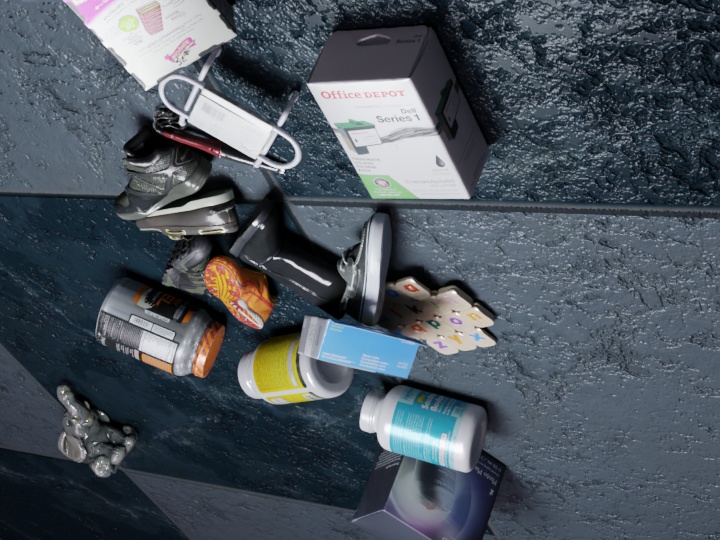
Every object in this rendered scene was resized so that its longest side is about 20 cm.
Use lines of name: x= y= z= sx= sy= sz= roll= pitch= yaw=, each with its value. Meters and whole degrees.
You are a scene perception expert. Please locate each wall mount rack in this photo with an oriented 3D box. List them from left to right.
wall mount rack: x=-0.165 y=-0.191 z=1.601 sx=0.198 sy=0.075 sz=0.174 roll=30 pitch=139 yaw=-8

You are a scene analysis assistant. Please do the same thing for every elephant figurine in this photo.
elephant figurine: x=-0.589 y=0.346 z=2.707 sx=0.199 sy=0.156 sz=0.142 roll=37 pitch=-168 yaw=-1

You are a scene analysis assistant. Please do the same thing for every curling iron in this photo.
curling iron: x=-0.195 y=-0.171 z=1.705 sx=0.198 sy=0.026 sz=0.050 roll=24 pitch=152 yaw=1

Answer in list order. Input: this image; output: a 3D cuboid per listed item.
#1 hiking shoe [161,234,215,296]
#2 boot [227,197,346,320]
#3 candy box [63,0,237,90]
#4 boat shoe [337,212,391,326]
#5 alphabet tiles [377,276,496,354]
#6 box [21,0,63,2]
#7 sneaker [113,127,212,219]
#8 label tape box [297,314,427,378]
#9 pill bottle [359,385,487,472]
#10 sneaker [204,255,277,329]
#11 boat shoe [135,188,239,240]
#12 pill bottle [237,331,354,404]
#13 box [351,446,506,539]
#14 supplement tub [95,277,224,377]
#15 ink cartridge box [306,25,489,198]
hiking shoe: x=-0.243 y=-0.012 z=1.953 sx=0.100 sy=0.077 sz=0.200 roll=22 pitch=160 yaw=-12
boot: x=-0.083 y=-0.014 z=1.825 sx=0.199 sy=0.066 sz=0.165 roll=33 pitch=157 yaw=-8
candy box: x=-0.249 y=-0.316 z=1.415 sx=0.135 sy=0.061 sz=0.200 roll=-27 pitch=135 yaw=14
boat shoe: x=0.000 y=0.000 z=1.751 sx=0.070 sy=0.072 sz=0.202 roll=15 pitch=132 yaw=8
alphabet tiles: x=0.102 y=0.067 z=1.860 sx=0.195 sy=0.015 sz=0.199 roll=35 pitch=149 yaw=-30
box: x=-0.352 y=-0.388 z=1.462 sx=0.198 sy=0.051 sz=0.158 roll=7 pitch=144 yaw=26
sneaker: x=-0.309 y=-0.142 z=1.788 sx=0.114 sy=0.077 sz=0.198 roll=42 pitch=142 yaw=-24
label tape box: x=-0.001 y=0.113 z=1.824 sx=0.141 sy=0.067 sz=0.200 roll=14 pitch=179 yaw=-15
pill bottle: x=0.102 y=0.255 z=2.060 sx=0.198 sy=0.112 sz=0.111 roll=13 pitch=148 yaw=18
sneaker: x=-0.186 y=0.018 z=1.930 sx=0.072 sy=0.078 sz=0.200 roll=19 pitch=162 yaw=20
boat shoe: x=-0.259 y=-0.074 z=1.841 sx=0.199 sy=0.071 sz=0.061 roll=-7 pitch=105 yaw=40
pill bottle: x=-0.111 y=0.161 z=2.068 sx=0.199 sy=0.113 sz=0.112 roll=-13 pitch=134 yaw=46
box: x=0.121 y=0.387 z=2.162 sx=0.199 sy=0.200 sz=0.123 roll=33 pitch=149 yaw=-16
supplement tub: x=-0.339 y=0.101 z=2.131 sx=0.198 sy=0.123 sz=0.123 roll=22 pitch=149 yaw=4
ink cartridge box: x=0.046 y=-0.180 z=1.462 sx=0.145 sy=0.085 sz=0.201 roll=2 pitch=143 yaw=33
